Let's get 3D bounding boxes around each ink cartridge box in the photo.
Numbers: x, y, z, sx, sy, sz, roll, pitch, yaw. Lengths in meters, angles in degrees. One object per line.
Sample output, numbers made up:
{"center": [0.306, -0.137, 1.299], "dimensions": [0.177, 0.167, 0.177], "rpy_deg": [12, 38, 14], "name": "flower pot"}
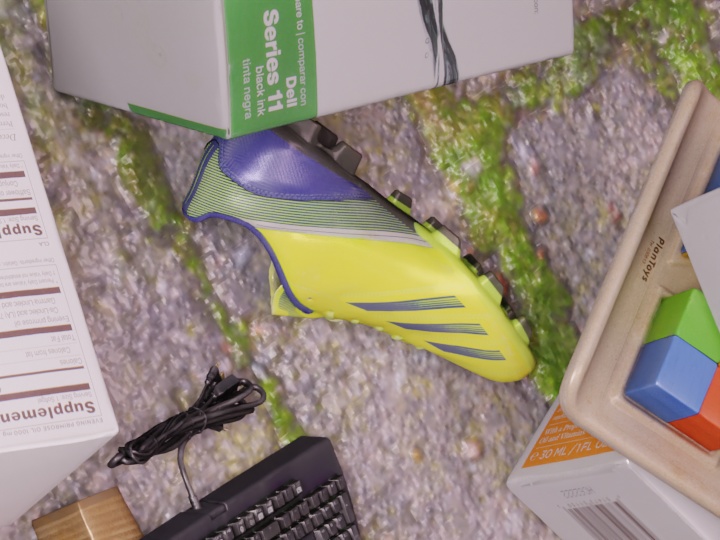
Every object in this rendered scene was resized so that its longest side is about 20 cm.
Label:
{"center": [-0.022, -0.127, 1.342], "dimensions": [0.200, 0.147, 0.083], "rpy_deg": [-16, 111, -35], "name": "ink cartridge box"}

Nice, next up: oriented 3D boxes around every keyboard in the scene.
{"center": [-0.063, 0.114, 1.310], "dimensions": [0.200, 0.021, 0.127], "rpy_deg": [-31, 100, -57], "name": "keyboard"}

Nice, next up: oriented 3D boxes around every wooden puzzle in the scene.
{"center": [0.202, 0.032, 1.408], "dimensions": [0.200, 0.046, 0.185], "rpy_deg": [35, 63, -22], "name": "wooden puzzle"}

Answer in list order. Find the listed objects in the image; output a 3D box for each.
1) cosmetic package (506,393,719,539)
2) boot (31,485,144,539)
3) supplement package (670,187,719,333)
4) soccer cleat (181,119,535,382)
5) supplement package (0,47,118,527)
{"center": [0.167, 0.045, 1.471], "dimensions": [0.071, 0.101, 0.200], "rpy_deg": [44, 59, -18], "name": "cosmetic package"}
{"center": [-0.144, 0.184, 1.248], "dimensions": [0.201, 0.071, 0.144], "rpy_deg": [-20, 85, -41], "name": "boot"}
{"center": [0.255, 0.031, 1.323], "dimensions": [0.111, 0.156, 0.200], "rpy_deg": [-20, 88, -29], "name": "supplement package"}
{"center": [-0.001, 0.000, 1.403], "dimensions": [0.200, 0.065, 0.084], "rpy_deg": [39, 91, -27], "name": "soccer cleat"}
{"center": [-0.193, 0.001, 1.203], "dimensions": [0.109, 0.114, 0.200], "rpy_deg": [-7, 71, -34], "name": "supplement package"}
